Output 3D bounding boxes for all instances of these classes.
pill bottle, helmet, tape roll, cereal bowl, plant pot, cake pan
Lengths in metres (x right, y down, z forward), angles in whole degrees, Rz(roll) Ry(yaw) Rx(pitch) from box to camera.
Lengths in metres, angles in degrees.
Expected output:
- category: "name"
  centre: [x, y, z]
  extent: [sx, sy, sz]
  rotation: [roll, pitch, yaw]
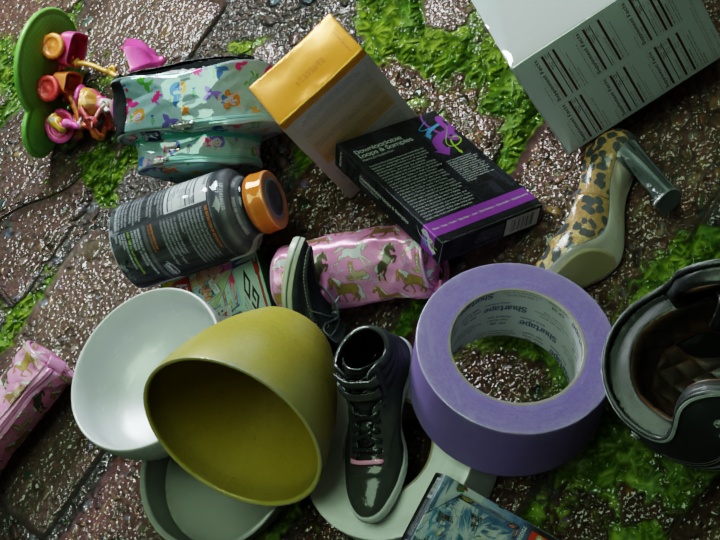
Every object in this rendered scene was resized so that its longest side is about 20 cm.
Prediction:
- category: "pill bottle"
  centre: [-0.185, -0.055, 1.698]
  extent: [0.199, 0.106, 0.107]
  rotation: [-17, 60, 20]
- category: "helmet"
  centre: [0.330, 0.093, 1.338]
  extent: [0.199, 0.191, 0.201]
  rotation: [8, 64, -17]
- category: "tape roll"
  centre: [0.150, 0.097, 1.444]
  extent: [0.199, 0.085, 0.201]
  rotation: [1, 54, -2]
- category: "tape roll"
  centre: [0.041, 0.192, 1.517]
  extent: [0.201, 0.071, 0.204]
  rotation: [-11, 63, 23]
- category: "cereal bowl"
  centre: [-0.222, 0.124, 1.635]
  extent: [0.199, 0.083, 0.201]
  rotation: [-14, 58, 23]
- category: "plant pot"
  centre: [-0.101, 0.121, 1.491]
  extent: [0.199, 0.201, 0.142]
  rotation: [3, 38, 29]
- category: "cake pan"
  centre: [-0.154, 0.220, 1.626]
  extent: [0.199, 0.037, 0.201]
  rotation: [-11, 62, 23]

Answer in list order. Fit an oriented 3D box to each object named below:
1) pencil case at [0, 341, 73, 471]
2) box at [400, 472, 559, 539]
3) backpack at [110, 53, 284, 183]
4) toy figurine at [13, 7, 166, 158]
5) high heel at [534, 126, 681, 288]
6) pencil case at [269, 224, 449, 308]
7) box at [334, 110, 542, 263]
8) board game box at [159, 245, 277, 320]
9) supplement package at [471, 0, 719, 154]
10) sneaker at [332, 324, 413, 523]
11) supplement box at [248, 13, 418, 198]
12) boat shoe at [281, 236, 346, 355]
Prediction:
- category: "pencil case"
  centre: [-0.429, 0.179, 1.755]
  extent: [0.086, 0.083, 0.200]
  rotation: [36, 85, 36]
- category: "box"
  centre: [0.088, 0.316, 1.404]
  extent: [0.137, 0.040, 0.201]
  rotation: [31, 80, -8]
- category: "backpack"
  centre: [-0.182, -0.184, 1.754]
  extent: [0.199, 0.177, 0.151]
  rotation: [-14, 83, 16]
- category: "toy figurine"
  centre: [-0.338, -0.235, 1.901]
  extent: [0.183, 0.150, 0.201]
  rotation: [10, 94, 21]
- category: "high heel"
  centre: [0.229, -0.062, 1.549]
  extent: [0.200, 0.071, 0.143]
  rotation: [-39, 45, 8]
- category: "pencil case"
  centre: [0.000, 0.000, 1.624]
  extent: [0.199, 0.087, 0.083]
  rotation: [-11, 30, 23]
- category: "box"
  centre: [0.083, -0.097, 1.608]
  extent: [0.142, 0.036, 0.200]
  rotation: [-21, 49, -29]
- category: "board game box"
  centre: [-0.165, 0.041, 1.724]
  extent: [0.134, 0.029, 0.201]
  rotation: [-27, 57, 13]
- category: "supplement package"
  centre: [0.247, -0.273, 1.561]
  extent: [0.199, 0.147, 0.192]
  rotation: [-32, 41, 11]
- category: "sneaker"
  centre: [0.003, 0.146, 1.455]
  extent: [0.070, 0.099, 0.201]
  rotation: [-2, 67, 25]
- category: "supplement box"
  centre: [-0.023, -0.183, 1.650]
  extent: [0.126, 0.200, 0.074]
  rotation: [-42, 58, 3]
- category: "boat shoe"
  centre: [-0.047, 0.055, 1.579]
  extent: [0.062, 0.201, 0.075]
  rotation: [-2, 24, 11]
